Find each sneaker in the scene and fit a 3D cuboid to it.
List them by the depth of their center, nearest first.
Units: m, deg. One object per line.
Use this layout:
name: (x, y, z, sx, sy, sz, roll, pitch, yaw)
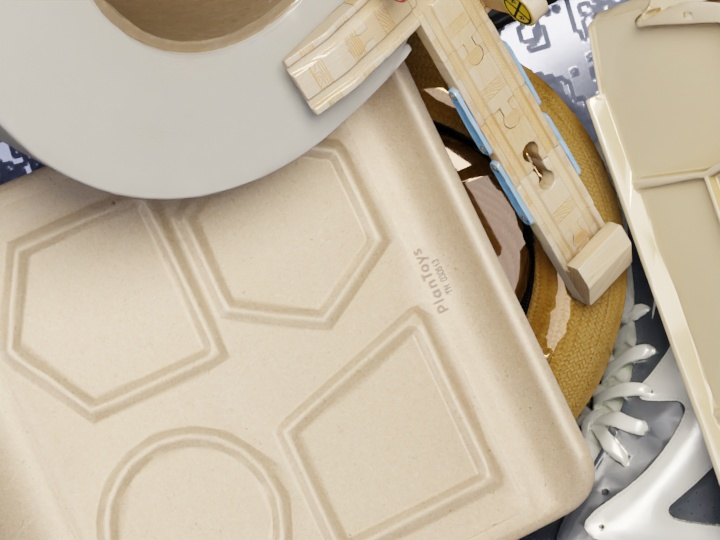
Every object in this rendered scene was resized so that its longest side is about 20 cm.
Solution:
sneaker: (0.097, 0.057, 0.950, 0.129, 0.079, 0.200, -24, 102, -9)

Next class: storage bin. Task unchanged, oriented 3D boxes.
storage bin: (0.203, -0.028, 0.900, 0.199, 0.094, 0.200, -21, 92, -33)

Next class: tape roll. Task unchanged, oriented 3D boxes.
tape roll: (-0.084, -0.138, 0.813, 0.202, 0.139, 0.204, -18, 120, -35)

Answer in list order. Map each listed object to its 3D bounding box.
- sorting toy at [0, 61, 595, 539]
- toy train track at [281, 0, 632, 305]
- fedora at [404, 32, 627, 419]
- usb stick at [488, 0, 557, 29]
sorting toy: (-0.043, 0.037, 0.867, 0.199, 0.036, 0.186, -25, 86, -12)
toy train track: (0.047, -0.063, 0.828, 0.115, 0.032, 0.200, -45, 126, -17)
fedora: (0.000, 0.000, 0.943, 0.199, 0.082, 0.202, 0, 92, 6)
usb stick: (0.044, -0.119, 0.969, 0.199, 0.033, 0.056, -26, 93, 0)
